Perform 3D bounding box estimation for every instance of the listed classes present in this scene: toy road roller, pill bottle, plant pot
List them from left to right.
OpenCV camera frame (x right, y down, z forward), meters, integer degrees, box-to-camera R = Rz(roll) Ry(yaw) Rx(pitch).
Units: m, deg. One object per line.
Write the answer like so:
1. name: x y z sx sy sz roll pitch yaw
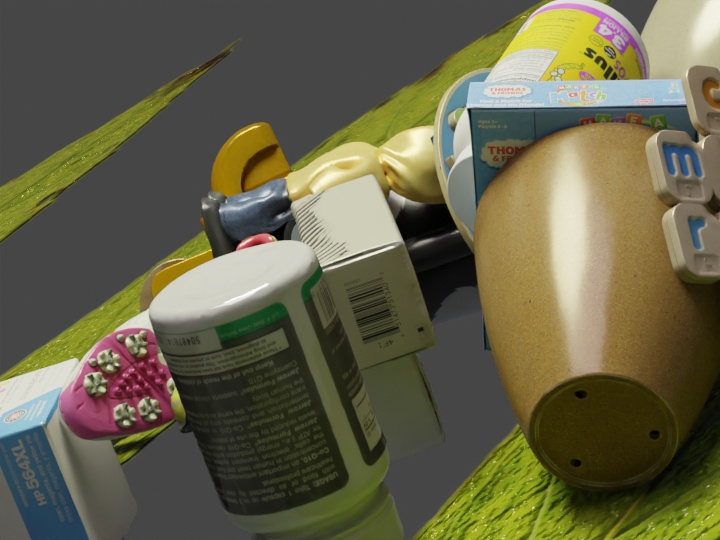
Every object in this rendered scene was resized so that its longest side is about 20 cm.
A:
1. toy road roller: -0.099 -0.030 2.129 0.199 0.147 0.123 -24 -13 -2
2. pill bottle: -0.048 0.093 1.611 0.112 0.201 0.113 -18 16 5
3. pill bottle: 0.130 -0.104 1.827 0.104 0.105 0.200 -10 29 33
4. plant pot: 0.157 0.038 1.625 0.185 0.187 0.201 -15 32 17

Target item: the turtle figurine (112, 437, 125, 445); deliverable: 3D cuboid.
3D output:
1. turtle figurine: -0.126 0.068 1.983 0.199 0.101 0.149 -30 -5 28

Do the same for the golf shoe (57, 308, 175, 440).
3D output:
1. golf shoe: -0.155 0.072 1.811 0.091 0.076 0.200 -31 4 39

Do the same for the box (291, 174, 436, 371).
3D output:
1. box: 0.000 0.000 1.779 0.068 0.083 0.200 -18 14 -1

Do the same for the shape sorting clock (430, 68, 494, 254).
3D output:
1. shape sorting clock: 0.131 -0.060 1.903 0.039 0.201 0.200 -32 4 44

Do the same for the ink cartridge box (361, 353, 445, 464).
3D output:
1. ink cartridge box: -0.027 0.081 1.841 0.145 0.085 0.200 -20 14 0

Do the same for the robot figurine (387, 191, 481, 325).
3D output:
1. robot figurine: 0.071 -0.023 1.998 0.199 0.125 0.151 -17 40 11

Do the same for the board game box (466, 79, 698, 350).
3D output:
1. board game box: 0.152 -0.034 1.719 0.150 0.201 0.037 0 37 8

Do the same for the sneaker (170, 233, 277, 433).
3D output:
1. sneaker: -0.087 0.040 1.738 0.078 0.091 0.200 -13 20 19

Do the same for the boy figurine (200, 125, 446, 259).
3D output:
1. boy figurine: -0.018 -0.059 1.929 0.198 0.065 0.124 -15 7 5

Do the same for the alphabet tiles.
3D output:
1. alphabet tiles: 0.266 -0.036 1.637 0.199 0.197 0.015 2 -23 -35

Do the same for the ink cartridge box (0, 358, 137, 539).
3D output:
1. ink cartridge box: -0.277 0.165 1.798 0.199 0.126 0.129 -17 16 10

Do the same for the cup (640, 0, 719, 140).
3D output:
1. cup: 0.270 -0.103 1.936 0.144 0.200 0.200 -51 25 -16
